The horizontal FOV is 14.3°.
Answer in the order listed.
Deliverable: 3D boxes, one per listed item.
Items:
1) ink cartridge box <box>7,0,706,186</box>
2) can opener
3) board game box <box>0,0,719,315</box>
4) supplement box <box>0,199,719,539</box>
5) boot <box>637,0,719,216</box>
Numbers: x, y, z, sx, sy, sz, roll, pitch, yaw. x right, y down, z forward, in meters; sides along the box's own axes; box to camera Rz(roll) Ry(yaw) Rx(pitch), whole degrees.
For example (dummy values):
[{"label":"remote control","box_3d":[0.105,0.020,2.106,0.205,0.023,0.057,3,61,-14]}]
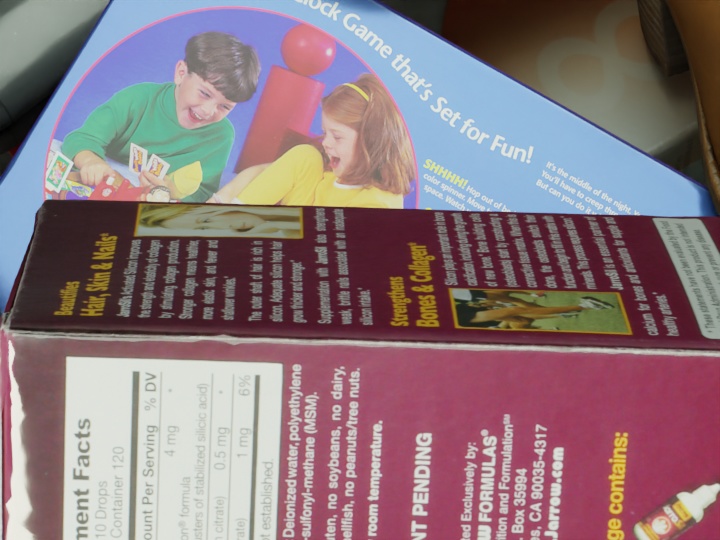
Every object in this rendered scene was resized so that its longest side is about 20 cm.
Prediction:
[{"label":"ink cartridge box","box_3d":[0.001,-0.058,0.896,0.200,0.050,0.162,-29,63,-19]},{"label":"can opener","box_3d":[-0.099,-0.045,0.874,0.200,0.053,0.067,-39,84,-9]},{"label":"board game box","box_3d":[0.000,0.000,0.821,0.200,0.045,0.135,30,79,3]},{"label":"supplement box","box_3d":[0.012,0.039,0.724,0.199,0.086,0.110,1,17,-2]},{"label":"boot","box_3d":[0.122,-0.097,0.772,0.076,0.156,0.200,-14,39,-7]}]
